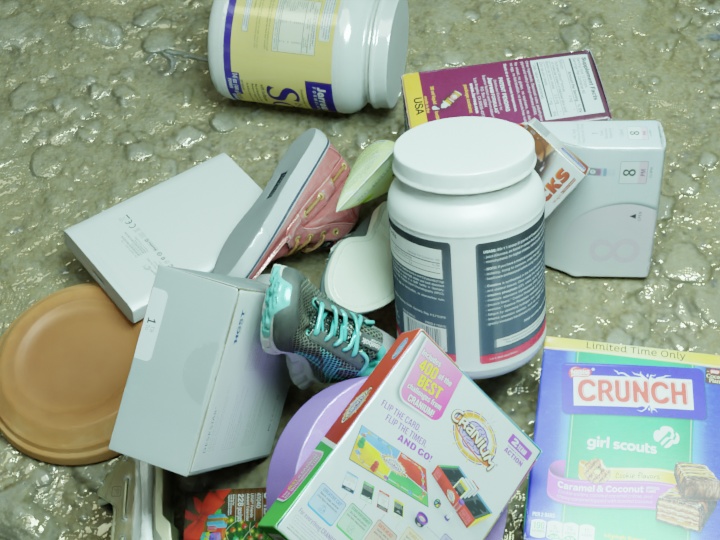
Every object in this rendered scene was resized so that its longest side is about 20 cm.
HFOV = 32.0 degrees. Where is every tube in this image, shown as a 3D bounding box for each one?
[{"bbox_3d":[0.014,-0.093,1.198,0.051,0.200,0.059,3,98,5],"label":"tube"}]

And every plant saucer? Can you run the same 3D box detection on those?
[{"bbox_3d":[-0.270,0.091,1.225,0.197,0.038,0.202,-2,56,3],"label":"plant saucer"}]

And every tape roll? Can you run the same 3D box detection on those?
[{"bbox_3d":[0.024,0.188,1.050,0.198,0.065,0.203,5,79,-25],"label":"tape roll"}]

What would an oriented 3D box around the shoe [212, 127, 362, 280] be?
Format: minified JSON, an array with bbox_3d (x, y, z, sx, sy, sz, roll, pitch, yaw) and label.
[{"bbox_3d":[-0.065,-0.040,1.254,0.071,0.091,0.201,-12,42,54],"label":"shoe"}]

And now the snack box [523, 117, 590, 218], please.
[{"bbox_3d":[0.127,-0.049,1.192,0.072,0.200,0.024,41,32,2],"label":"snack box"}]

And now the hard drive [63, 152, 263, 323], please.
[{"bbox_3d":[-0.184,-0.038,1.288,0.199,0.026,0.132,-29,57,-29],"label":"hard drive"}]

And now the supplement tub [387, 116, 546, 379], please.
[{"bbox_3d":[0.095,-0.020,1.114,0.138,0.202,0.141,-4,29,2],"label":"supplement tub"}]

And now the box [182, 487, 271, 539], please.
[{"bbox_3d":[-0.086,0.284,1.074,0.135,0.039,0.202,-4,55,2],"label":"box"}]

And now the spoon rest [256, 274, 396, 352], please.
[{"bbox_3d":[-0.052,0.058,1.214,0.197,0.061,0.100,15,58,14],"label":"spoon rest"}]

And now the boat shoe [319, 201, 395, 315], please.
[{"bbox_3d":[0.000,0.000,1.205,0.073,0.062,0.200,46,31,-7],"label":"boat shoe"}]

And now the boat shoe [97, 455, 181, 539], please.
[{"bbox_3d":[-0.201,0.198,1.120,0.067,0.075,0.202,-9,60,0],"label":"boat shoe"}]

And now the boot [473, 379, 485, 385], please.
[{"bbox_3d":[0.073,0.111,1.170,0.198,0.076,0.073,-26,28,-26],"label":"boot"}]

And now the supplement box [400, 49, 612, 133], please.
[{"bbox_3d":[0.146,-0.136,1.286,0.197,0.132,0.104,-7,54,-1],"label":"supplement box"}]

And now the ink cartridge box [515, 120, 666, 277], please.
[{"bbox_3d":[0.187,-0.067,1.216,0.197,0.164,0.057,-2,43,3],"label":"ink cartridge box"}]

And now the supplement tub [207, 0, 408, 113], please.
[{"bbox_3d":[-0.055,-0.251,1.373,0.197,0.146,0.147,8,57,11],"label":"supplement tub"}]

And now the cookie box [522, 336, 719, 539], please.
[{"bbox_3d":[0.235,0.168,1.103,0.169,0.076,0.202,5,56,10],"label":"cookie box"}]

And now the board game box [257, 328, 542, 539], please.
[{"bbox_3d":[0.036,0.173,0.999,0.153,0.040,0.201,45,66,-13],"label":"board game box"}]

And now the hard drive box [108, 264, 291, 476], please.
[{"bbox_3d":[-0.122,0.084,1.087,0.076,0.200,0.158,16,90,15],"label":"hard drive box"}]

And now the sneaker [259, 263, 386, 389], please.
[{"bbox_3d":[-0.026,0.049,1.068,0.090,0.200,0.079,4,73,14],"label":"sneaker"}]
